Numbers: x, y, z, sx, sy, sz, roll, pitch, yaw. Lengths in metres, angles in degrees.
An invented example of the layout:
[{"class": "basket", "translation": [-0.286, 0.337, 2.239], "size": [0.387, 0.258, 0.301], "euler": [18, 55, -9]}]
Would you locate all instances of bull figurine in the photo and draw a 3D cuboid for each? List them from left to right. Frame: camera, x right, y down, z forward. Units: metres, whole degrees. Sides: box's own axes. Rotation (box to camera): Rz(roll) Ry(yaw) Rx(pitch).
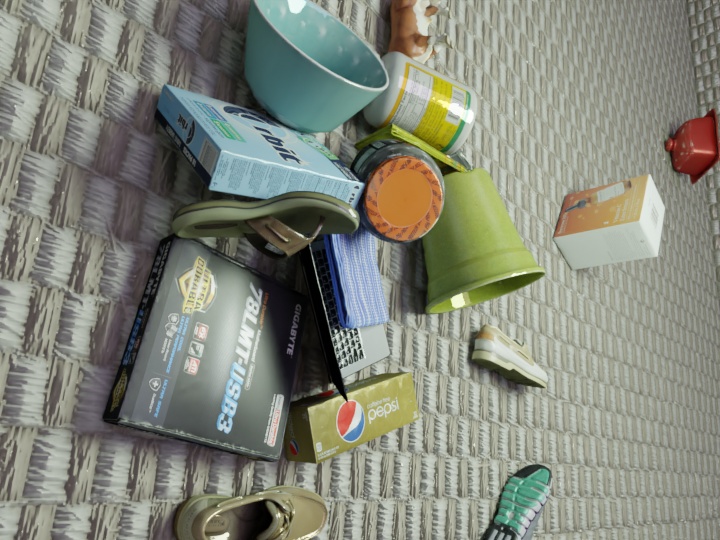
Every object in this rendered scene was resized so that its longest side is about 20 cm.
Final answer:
[{"class": "bull figurine", "translation": [0.093, -0.387, 0.962], "size": [0.065, 0.118, 0.207], "euler": [34, 50, -61]}]

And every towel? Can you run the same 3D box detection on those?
[{"class": "towel", "translation": [0.000, 0.000, 0.769], "size": [0.199, 0.023, 0.150], "euler": [9, 70, -73]}, {"class": "towel", "translation": [0.088, -0.173, 0.924], "size": [0.197, 0.085, 0.019], "euler": [19, 64, -40]}]

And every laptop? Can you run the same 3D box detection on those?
[{"class": "laptop", "translation": [-0.009, 0.046, 0.759], "size": [0.197, 0.114, 0.193], "euler": [-16, 93, -45]}]

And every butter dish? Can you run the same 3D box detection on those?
[{"class": "butter dish", "translation": [1.136, -0.432, 2.005], "size": [0.200, 0.143, 0.207], "euler": [82, 14, -72]}]

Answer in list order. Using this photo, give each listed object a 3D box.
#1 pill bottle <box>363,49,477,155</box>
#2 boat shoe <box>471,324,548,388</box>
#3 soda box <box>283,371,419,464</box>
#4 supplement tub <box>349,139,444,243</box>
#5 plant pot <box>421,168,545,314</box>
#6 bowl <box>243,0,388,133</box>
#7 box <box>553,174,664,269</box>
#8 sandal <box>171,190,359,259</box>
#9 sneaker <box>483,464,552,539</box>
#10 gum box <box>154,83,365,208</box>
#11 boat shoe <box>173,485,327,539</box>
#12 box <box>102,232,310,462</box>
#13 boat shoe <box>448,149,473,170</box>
[{"class": "pill bottle", "translation": [0.072, -0.263, 0.888], "size": [0.195, 0.112, 0.116], "euler": [17, 68, -22]}, {"class": "boat shoe", "translation": [0.283, 0.161, 1.056], "size": [0.198, 0.074, 0.070], "euler": [31, 66, -36]}, {"class": "soda box", "translation": [-0.009, 0.188, 0.764], "size": [0.197, 0.063, 0.070], "euler": [-7, 86, -46]}, {"class": "supplement tub", "translation": [0.045, -0.109, 0.776], "size": [0.125, 0.120, 0.200], "euler": [61, 4, -16]}, {"class": "plant pot", "translation": [0.172, -0.051, 0.930], "size": [0.197, 0.198, 0.190], "euler": [-3, 71, -44]}, {"class": "bowl", "translation": [-0.070, -0.255, 0.739], "size": [0.197, 0.106, 0.204], "euler": [27, 33, -19]}, {"class": "box", "translation": [0.561, -0.106, 1.305], "size": [0.107, 0.197, 0.154], "euler": [48, 52, -27]}, {"class": "sandal", "translation": [-0.097, -0.039, 0.610], "size": [0.194, 0.080, 0.059], "euler": [-5, 72, -5]}, {"class": "sneaker", "translation": [0.279, 0.436, 1.008], "size": [0.199, 0.073, 0.089], "euler": [-43, 124, -32]}, {"class": "gum box", "translation": [-0.114, -0.138, 0.668], "size": [0.196, 0.170, 0.045], "euler": [6, 121, -44]}, {"class": "boat shoe", "translation": [-0.106, 0.282, 0.645], "size": [0.197, 0.064, 0.075], "euler": [20, 68, -41]}, {"class": "box", "translation": [-0.158, 0.091, 0.648], "size": [0.196, 0.049, 0.206], "euler": [29, 62, -36]}, {"class": "boat shoe", "translation": [0.188, -0.168, 1.033], "size": [0.198, 0.071, 0.069], "euler": [35, 62, -33]}]
